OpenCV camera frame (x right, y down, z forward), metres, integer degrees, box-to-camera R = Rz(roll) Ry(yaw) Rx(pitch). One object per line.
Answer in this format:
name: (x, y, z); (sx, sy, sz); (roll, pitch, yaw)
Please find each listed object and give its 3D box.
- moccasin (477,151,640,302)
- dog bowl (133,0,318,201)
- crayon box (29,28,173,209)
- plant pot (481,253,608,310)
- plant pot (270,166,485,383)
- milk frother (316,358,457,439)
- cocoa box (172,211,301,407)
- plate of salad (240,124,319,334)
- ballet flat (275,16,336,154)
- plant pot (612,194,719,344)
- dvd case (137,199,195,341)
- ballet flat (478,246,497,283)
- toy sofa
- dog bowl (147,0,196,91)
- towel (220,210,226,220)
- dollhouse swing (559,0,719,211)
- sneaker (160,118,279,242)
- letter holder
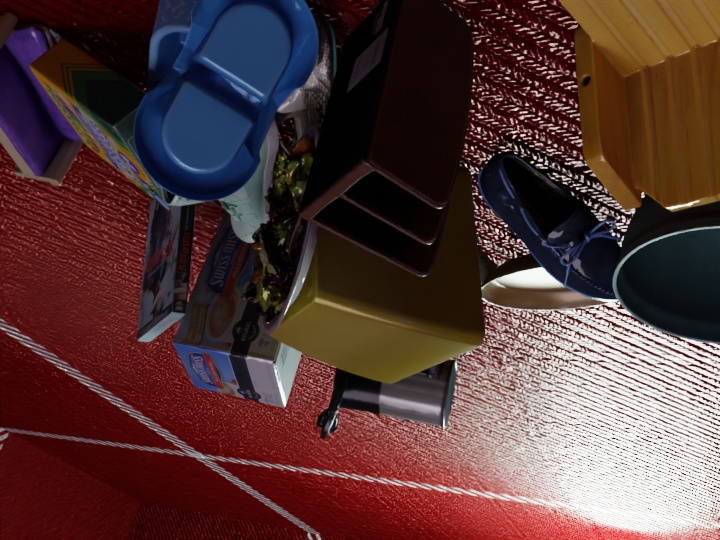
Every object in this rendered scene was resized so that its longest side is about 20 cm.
moccasin: (0.200, -0.041, 0.785); (0.199, 0.081, 0.068); (37, 166, 4)
dog bowl: (-0.118, -0.159, 0.678); (0.111, 0.201, 0.050); (29, -175, -17)
crayon box: (-0.266, -0.161, 0.819); (0.199, 0.052, 0.126); (36, 161, 32)
plant pot: (0.239, 0.010, 0.914); (0.198, 0.028, 0.200); (0, 163, 0)
plant pot: (0.000, 0.000, 0.846); (0.175, 0.202, 0.200); (8, 157, -27)
milk frother: (0.044, 0.202, 1.226); (0.186, 0.201, 0.181); (8, 146, 14)
cocoa box: (-0.137, 0.048, 0.998); (0.130, 0.202, 0.134); (11, 149, 8)
plate of salad: (-0.077, -0.041, 0.735); (0.048, 0.202, 0.200); (12, 153, -17)
ballet flat: (-0.058, -0.161, 0.773); (0.075, 0.068, 0.201); (-18, 153, -9)
plant pot: (0.344, -0.036, 0.718); (0.198, 0.135, 0.201); (13, 151, 8)
dvd case: (-0.248, -0.022, 0.993); (0.022, 0.202, 0.146); (11, 158, -30)
ballet flat: (0.102, 0.015, 1.028); (0.064, 0.067, 0.200); (51, 143, -5)
toy sofa: (-0.382, -0.190, 0.891); (0.097, 0.083, 0.201); (11, 151, 12)
dog bowl: (-0.161, -0.196, 0.783); (0.111, 0.050, 0.200); (21, 152, -8)
towel: (-0.076, -0.034, 1.054); (0.198, 0.031, 0.149); (1, 148, 27)
dollhouse swing: (0.229, -0.162, 0.542); (0.175, 0.184, 0.199); (15, 160, -42)
sneaker: (-0.152, -0.085, 0.803); (0.074, 0.117, 0.201); (55, 155, 24)
letter holder: (0.050, -0.116, 0.663); (0.141, 0.202, 0.100); (27, 147, -24)
